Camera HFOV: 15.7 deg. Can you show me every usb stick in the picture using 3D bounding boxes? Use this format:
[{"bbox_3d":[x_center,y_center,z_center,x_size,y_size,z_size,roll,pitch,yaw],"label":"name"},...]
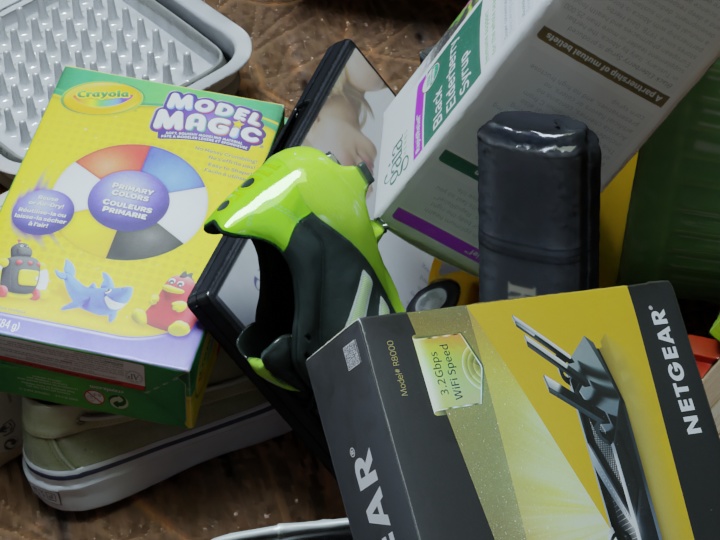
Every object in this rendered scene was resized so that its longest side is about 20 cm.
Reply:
[{"bbox_3d":[0.078,0.023,1.146,0.055,0.201,0.033,8,31,17],"label":"usb stick"}]

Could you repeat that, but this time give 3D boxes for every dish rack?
[{"bbox_3d":[-0.173,-0.114,1.454,0.171,0.044,0.200,-31,46,-27],"label":"dish rack"}]

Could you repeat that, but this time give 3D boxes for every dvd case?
[{"bbox_3d":[0.000,0.000,1.239,0.017,0.143,0.200,-21,28,37],"label":"dvd case"}]

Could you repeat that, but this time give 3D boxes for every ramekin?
[{"bbox_3d":[0.191,-0.075,1.256,0.097,0.201,0.201,11,43,8],"label":"ramekin"}]

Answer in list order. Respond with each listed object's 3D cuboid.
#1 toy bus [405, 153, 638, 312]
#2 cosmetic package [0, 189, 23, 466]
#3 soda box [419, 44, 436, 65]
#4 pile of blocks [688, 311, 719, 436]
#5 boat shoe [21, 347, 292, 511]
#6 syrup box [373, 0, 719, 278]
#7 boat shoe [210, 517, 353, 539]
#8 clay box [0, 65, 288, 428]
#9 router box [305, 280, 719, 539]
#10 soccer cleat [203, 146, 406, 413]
[{"bbox_3d":[0.085,-0.018,1.265,0.078,0.065,0.201,-13,41,31],"label":"toy bus"},{"bbox_3d":[-0.130,0.001,1.292,0.199,0.073,0.103,-29,46,-25],"label":"cosmetic package"},{"bbox_3d":[0.131,-0.116,1.406,0.199,0.064,0.071,-27,45,-23],"label":"soda box"},{"bbox_3d":[0.192,0.006,1.149,0.062,0.200,0.082,40,43,3],"label":"pile of blocks"},{"bbox_3d":[-0.071,0.047,1.240,0.199,0.062,0.072,-29,46,-26],"label":"boat shoe"},{"bbox_3d":[0.089,-0.092,1.145,0.081,0.200,0.079,27,38,-17],"label":"syrup box"},{"bbox_3d":[0.024,0.132,1.126,0.199,0.069,0.072,-2,41,5],"label":"boat shoe"},{"bbox_3d":[-0.107,-0.024,1.228,0.114,0.048,0.201,10,50,7],"label":"clay box"},{"bbox_3d":[0.079,0.111,1.048,0.156,0.052,0.201,-7,72,-31],"label":"router box"},{"bbox_3d":[-0.005,0.042,1.152,0.081,0.201,0.067,-33,20,-21],"label":"soccer cleat"}]
